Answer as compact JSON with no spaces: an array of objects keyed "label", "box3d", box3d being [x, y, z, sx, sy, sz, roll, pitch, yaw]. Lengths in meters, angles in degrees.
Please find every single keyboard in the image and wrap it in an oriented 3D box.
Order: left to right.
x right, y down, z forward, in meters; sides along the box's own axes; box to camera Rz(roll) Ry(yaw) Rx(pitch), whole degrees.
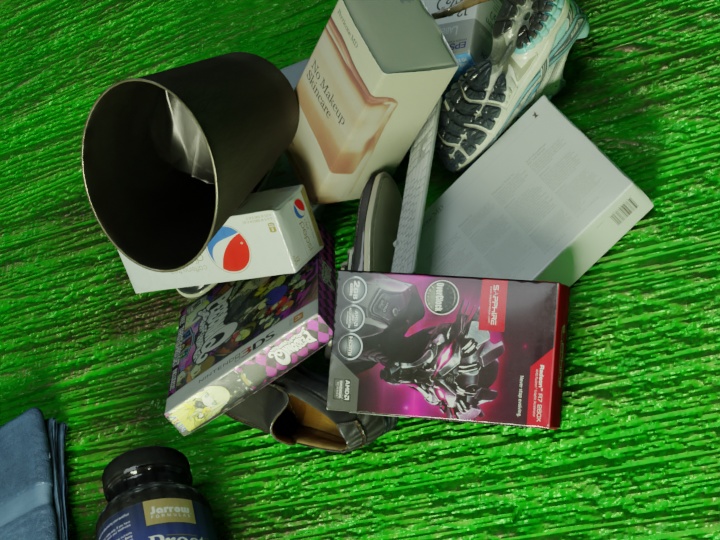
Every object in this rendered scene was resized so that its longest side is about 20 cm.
[{"label":"keyboard","box3d":[0.051,-0.071,1.402,0.056,0.011,0.200,123,160,-57]}]

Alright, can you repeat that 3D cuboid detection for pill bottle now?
[{"label":"pill bottle","box3d":[-0.184,0.268,1.395,0.112,0.112,0.200,-32,51,18]}]

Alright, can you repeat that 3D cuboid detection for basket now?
[{"label":"basket","box3d":[-0.147,-0.119,1.396,0.136,0.181,0.200,9,26,20]}]

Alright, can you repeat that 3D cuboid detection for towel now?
[{"label":"towel","box3d":[-0.352,0.251,1.573,0.111,0.049,0.200,-29,52,20]}]

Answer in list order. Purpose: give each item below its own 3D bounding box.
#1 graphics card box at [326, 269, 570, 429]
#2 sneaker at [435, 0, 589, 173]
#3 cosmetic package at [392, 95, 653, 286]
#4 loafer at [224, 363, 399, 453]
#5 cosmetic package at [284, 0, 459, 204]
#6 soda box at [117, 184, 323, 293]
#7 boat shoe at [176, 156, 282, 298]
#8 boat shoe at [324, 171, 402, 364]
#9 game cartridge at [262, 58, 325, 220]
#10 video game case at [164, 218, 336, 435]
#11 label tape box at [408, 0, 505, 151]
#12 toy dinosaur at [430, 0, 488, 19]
[{"label":"graphics card box","box3d":[0.074,0.067,1.295,0.199,0.051,0.126,4,86,16]},{"label":"sneaker","box3d":[0.149,-0.171,1.422,0.200,0.086,0.078,-57,42,16]},{"label":"cosmetic package","box3d":[0.144,-0.041,1.370,0.200,0.052,0.151,-44,49,8]},{"label":"loafer","box3d":[-0.063,0.128,1.398,0.200,0.073,0.072,-1,25,38]},{"label":"cosmetic package","box3d":[0.001,-0.163,1.440,0.104,0.087,0.200,63,145,25]},{"label":"soda box","box3d":[-0.139,-0.029,1.468,0.200,0.068,0.064,-7,22,32]},{"label":"boat shoe","box3d":[-0.146,-0.066,1.545,0.075,0.062,0.200,33,100,32]},{"label":"boat shoe","box3d":[0.000,0.000,1.440,0.063,0.073,0.201,-8,65,30]},{"label":"game cartridge","box3d":[-0.088,-0.129,1.604,0.133,0.042,0.201,-21,54,31]},{"label":"video game case","box3d":[-0.103,0.051,1.455,0.181,0.036,0.200,-33,24,15]},{"label":"label tape box","box3d":[0.069,-0.223,1.521,0.143,0.066,0.201,-6,60,34]},{"label":"toy dinosaur","box3d":[0.148,-0.277,1.440,0.060,0.200,0.106,56,148,11]}]
